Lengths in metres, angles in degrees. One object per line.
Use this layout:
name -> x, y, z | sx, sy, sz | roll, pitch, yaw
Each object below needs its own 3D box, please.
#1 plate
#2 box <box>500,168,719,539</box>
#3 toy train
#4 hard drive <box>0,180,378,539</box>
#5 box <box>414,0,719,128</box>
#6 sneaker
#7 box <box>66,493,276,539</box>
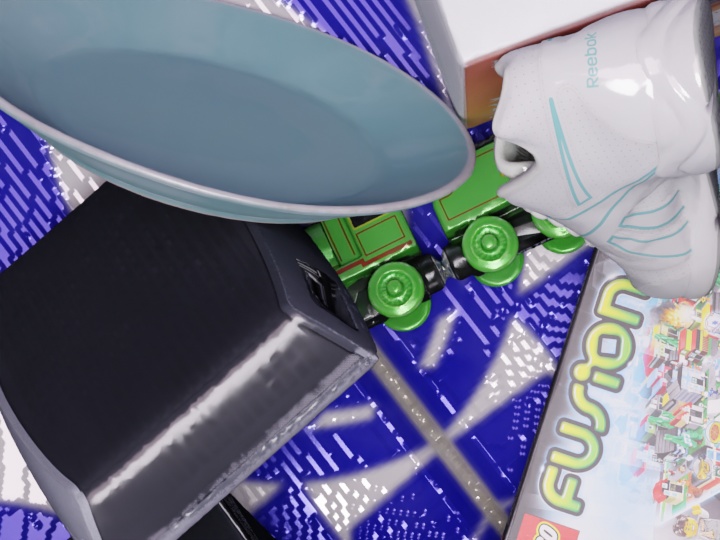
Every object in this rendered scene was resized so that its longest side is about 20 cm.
plate -> -0.056, -0.058, 1.065 | 0.199, 0.200, 0.026 | 18, 113, 3
box -> 0.131, 0.043, 1.121 | 0.109, 0.035, 0.201 | 17, 88, 3
toy train -> 0.000, 0.000, 1.128 | 0.199, 0.042, 0.057 | -25, 77, 1
hard drive -> -0.078, 0.022, 1.053 | 0.135, 0.200, 0.042 | -41, 119, 1
box -> 0.088, -0.135, 1.050 | 0.151, 0.200, 0.107 | -19, 86, 2
sneaker -> 0.088, -0.042, 1.015 | 0.080, 0.200, 0.071 | -6, 69, 7
box -> -0.098, 0.178, 1.064 | 0.200, 0.141, 0.079 | -39, 53, -1
